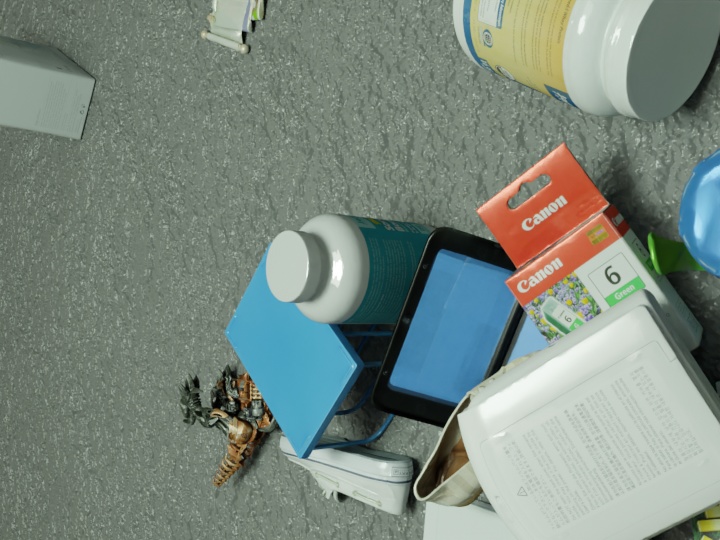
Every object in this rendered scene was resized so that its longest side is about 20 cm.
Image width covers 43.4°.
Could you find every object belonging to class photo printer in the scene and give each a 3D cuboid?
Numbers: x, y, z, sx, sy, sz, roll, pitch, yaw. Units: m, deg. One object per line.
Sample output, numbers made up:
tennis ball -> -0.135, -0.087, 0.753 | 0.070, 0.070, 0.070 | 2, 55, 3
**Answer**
photo printer -> 0.186, 0.137, 0.717 | 0.199, 0.069, 0.168 | -36, 81, 22

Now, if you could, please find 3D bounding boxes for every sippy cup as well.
sippy cup -> 0.305, -0.038, 0.662 | 0.140, 0.129, 0.179 | 51, 122, 36

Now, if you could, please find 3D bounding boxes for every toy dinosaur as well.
toy dinosaur -> -0.169, 0.191, 1.204 | 0.135, 0.102, 0.202 | 26, 85, 28

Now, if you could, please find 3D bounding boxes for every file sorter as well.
file sorter -> -0.041, 0.088, 1.041 | 0.201, 0.122, 0.140 | 52, 124, 36

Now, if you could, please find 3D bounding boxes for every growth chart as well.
growth chart -> -0.166, -0.410, 1.285 | 0.144, 0.018, 0.202 | 36, 114, 42

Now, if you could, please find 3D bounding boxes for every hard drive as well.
hard drive -> 0.140, 0.308, 0.899 | 0.199, 0.026, 0.134 | 7, 93, 48

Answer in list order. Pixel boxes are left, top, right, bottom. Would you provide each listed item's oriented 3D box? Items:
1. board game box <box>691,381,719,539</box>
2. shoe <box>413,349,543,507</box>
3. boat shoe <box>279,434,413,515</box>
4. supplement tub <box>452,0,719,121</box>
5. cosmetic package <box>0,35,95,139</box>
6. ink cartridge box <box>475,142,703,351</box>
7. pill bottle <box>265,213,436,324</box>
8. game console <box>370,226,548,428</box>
board game box -> 0.306, 0.183, 0.698 | 0.104, 0.023, 0.203 | -23, 59, 45
shoe -> 0.113, 0.149, 0.817 | 0.201, 0.053, 0.070 | -59, 36, 32
boat shoe -> -0.025, 0.236, 1.049 | 0.198, 0.073, 0.068 | 4, 88, 47
supplement tub -> 0.192, -0.221, 0.786 | 0.199, 0.143, 0.146 | 36, 114, 43
cosmetic package -> -0.625, -0.344, 1.653 | 0.199, 0.198, 0.124 | 37, 114, 42
ink cartridge box -> 0.189, 0.004, 0.779 | 0.109, 0.050, 0.201 | -37, 86, 28
pill bottle -> 0.000, 0.000, 0.943 | 0.110, 0.198, 0.113 | -4, 85, 46
game console -> 0.128, 0.086, 0.859 | 0.175, 0.115, 0.202 | 37, 114, 43
